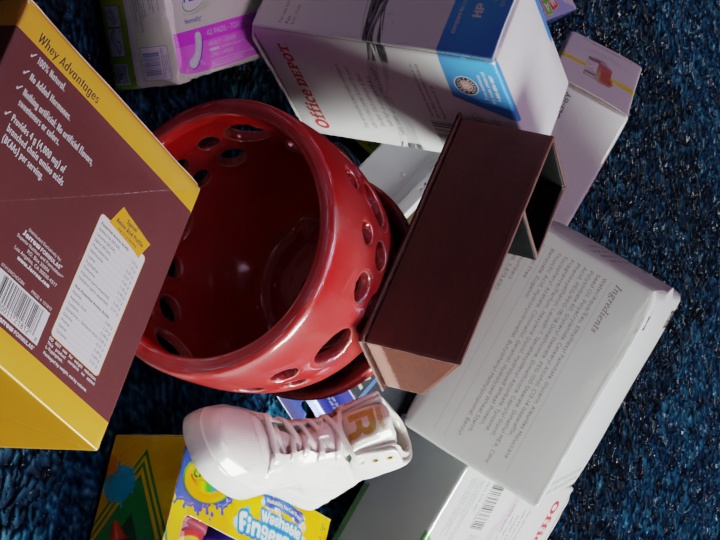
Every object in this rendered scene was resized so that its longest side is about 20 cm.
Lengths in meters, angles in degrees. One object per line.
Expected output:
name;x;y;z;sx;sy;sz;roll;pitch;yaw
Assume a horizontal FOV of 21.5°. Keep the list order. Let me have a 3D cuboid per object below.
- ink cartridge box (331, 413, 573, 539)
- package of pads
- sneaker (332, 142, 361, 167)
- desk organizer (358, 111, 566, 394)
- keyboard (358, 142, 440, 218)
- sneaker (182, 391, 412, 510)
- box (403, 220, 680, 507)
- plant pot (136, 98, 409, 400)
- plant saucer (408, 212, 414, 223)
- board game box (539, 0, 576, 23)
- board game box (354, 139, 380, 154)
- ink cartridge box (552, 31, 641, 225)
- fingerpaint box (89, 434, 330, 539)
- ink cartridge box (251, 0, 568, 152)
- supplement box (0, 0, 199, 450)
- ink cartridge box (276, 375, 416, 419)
ink cartridge box;0.080;0.219;1.643;0.200;0.087;0.146;20;100;-53
package of pads;-0.117;-0.230;1.419;0.200;0.068;0.155;-29;114;-55
sneaker;0.000;0.000;1.530;0.201;0.077;0.076;64;10;10
desk organizer;0.077;-0.007;1.359;0.201;0.077;0.072;-66;155;-25
keyboard;-0.011;-0.032;1.492;0.200;0.056;0.011;-46;165;0
sneaker;-0.037;0.118;1.375;0.200;0.115;0.074;23;45;-60
box;0.156;0.071;1.570;0.201;0.130;0.199;-61;166;6
plant pot;-0.062;-0.004;1.377;0.182;0.200;0.202;25;68;-57
plant saucer;0.063;0.006;1.707;0.200;0.048;0.201;-53;131;-44
board game box;0.114;-0.313;1.757;0.151;0.037;0.201;-29;94;-54
board game box;0.072;-0.151;1.681;0.102;0.048;0.200;43;41;4
ink cartridge box;0.189;-0.125;1.767;0.146;0.083;0.200;-63;178;22
fingerpaint box;-0.114;0.231;1.398;0.200;0.073;0.168;40;56;-50
ink cartridge box;0.039;-0.160;1.427;0.086;0.199;0.147;-67;153;-22
supplement box;-0.232;-0.025;1.173;0.197;0.132;0.201;49;49;-44
ink cartridge box;0.022;0.068;1.586;0.200;0.039;0.100;-47;126;-22
